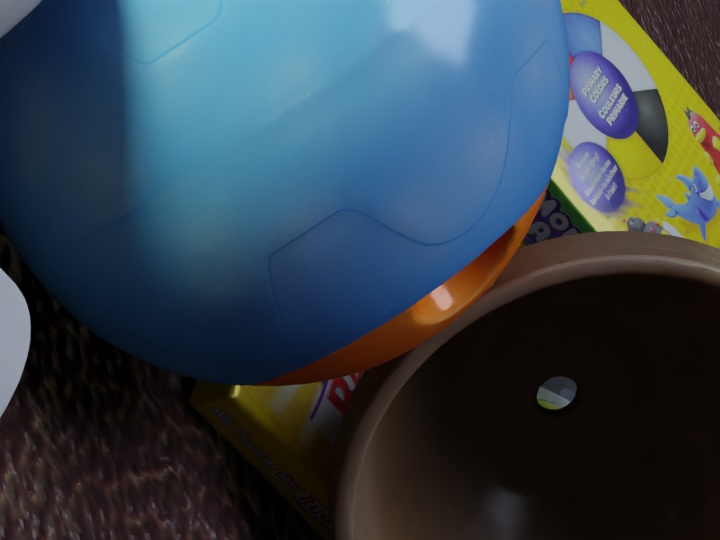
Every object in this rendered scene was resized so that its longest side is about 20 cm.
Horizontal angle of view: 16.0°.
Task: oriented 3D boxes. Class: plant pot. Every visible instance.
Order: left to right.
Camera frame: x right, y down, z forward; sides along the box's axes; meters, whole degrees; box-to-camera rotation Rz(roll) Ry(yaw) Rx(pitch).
[{"bbox_3d":[0.083,0.067,0.961,0.201,0.200,0.093,54,7,-25],"label":"plant pot"}]

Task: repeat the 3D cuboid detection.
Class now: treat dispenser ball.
[{"bbox_3d":[-0.031,-0.063,0.844,0.201,0.200,0.202,51,23,-32],"label":"treat dispenser ball"}]

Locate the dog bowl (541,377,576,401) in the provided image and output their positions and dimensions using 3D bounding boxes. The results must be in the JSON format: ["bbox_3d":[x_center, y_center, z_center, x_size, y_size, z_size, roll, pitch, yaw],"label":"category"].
[{"bbox_3d":[0.096,0.003,1.163,0.200,0.058,0.202,-17,90,-81],"label":"dog bowl"}]

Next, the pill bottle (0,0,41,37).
[{"bbox_3d":[-0.175,-0.145,0.717,0.200,0.108,0.109,54,22,-26],"label":"pill bottle"}]

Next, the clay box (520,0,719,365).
[{"bbox_3d":[0.075,-0.067,1.029,0.200,0.047,0.115,48,43,-13],"label":"clay box"}]

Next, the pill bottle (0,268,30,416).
[{"bbox_3d":[-0.167,-0.027,0.587,0.200,0.111,0.112,49,24,-36],"label":"pill bottle"}]

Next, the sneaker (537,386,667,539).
[{"bbox_3d":[0.095,0.134,1.043,0.200,0.105,0.076,40,-14,17],"label":"sneaker"}]

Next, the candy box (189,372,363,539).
[{"bbox_3d":[0.000,0.000,1.002,0.102,0.026,0.201,46,48,-33],"label":"candy box"}]
